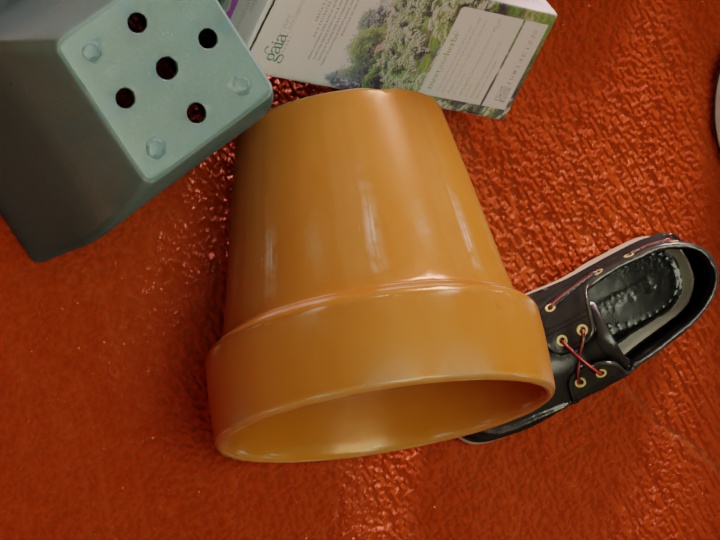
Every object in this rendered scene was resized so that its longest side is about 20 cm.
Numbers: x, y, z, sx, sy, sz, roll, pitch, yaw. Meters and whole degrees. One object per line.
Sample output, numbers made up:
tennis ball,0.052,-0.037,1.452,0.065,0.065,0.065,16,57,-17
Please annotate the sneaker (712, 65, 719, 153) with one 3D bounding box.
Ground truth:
sneaker,0.292,-0.060,1.587,0.075,0.115,0.202,-8,91,-22

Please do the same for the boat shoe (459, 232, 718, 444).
boat shoe,0.138,0.041,1.551,0.201,0.063,0.074,-33,103,-18

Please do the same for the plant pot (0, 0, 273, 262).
plant pot,-0.139,-0.102,1.362,0.141,0.200,0.142,-37,102,-18

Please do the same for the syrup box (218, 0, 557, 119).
syrup box,0.009,-0.155,1.453,0.199,0.082,0.079,8,121,-34

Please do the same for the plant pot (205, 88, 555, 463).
plant pot,0.000,0.000,1.435,0.199,0.200,0.184,-4,75,-23
